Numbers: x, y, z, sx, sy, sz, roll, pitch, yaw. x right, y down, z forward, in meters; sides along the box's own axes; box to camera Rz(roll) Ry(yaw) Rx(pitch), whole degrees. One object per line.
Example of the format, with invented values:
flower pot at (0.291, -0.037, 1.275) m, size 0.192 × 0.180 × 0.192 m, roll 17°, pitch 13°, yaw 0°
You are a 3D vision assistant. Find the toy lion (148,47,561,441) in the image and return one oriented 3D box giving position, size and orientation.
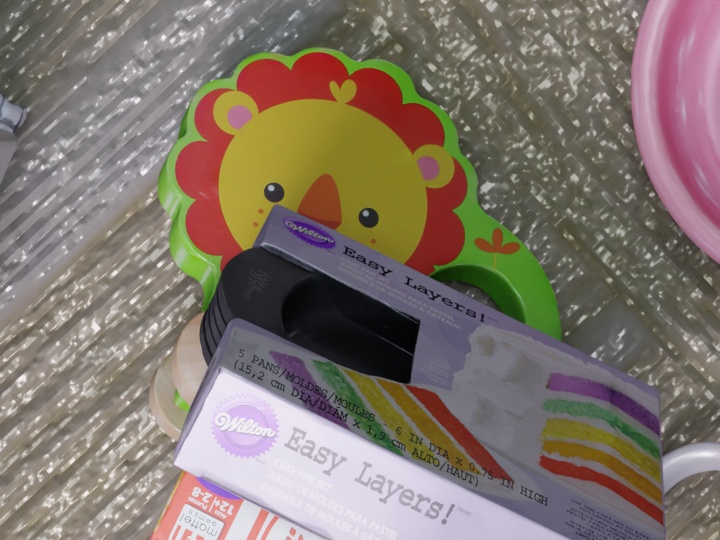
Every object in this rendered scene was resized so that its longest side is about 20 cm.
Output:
toy lion at (0.000, 0.000, 1.215) m, size 0.199 × 0.069 × 0.193 m, roll 21°, pitch 68°, yaw -7°

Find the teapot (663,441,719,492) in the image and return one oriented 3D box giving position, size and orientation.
teapot at (0.243, 0.100, 1.154) m, size 0.199 × 0.198 × 0.147 m, roll 15°, pitch 41°, yaw -25°

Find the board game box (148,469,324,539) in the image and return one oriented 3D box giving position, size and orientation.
board game box at (-0.002, 0.132, 1.136) m, size 0.151 × 0.200 × 0.047 m, roll 26°, pitch 85°, yaw 7°

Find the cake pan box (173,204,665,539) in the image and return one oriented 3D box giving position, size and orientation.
cake pan box at (0.026, 0.061, 1.079) m, size 0.199 × 0.184 × 0.053 m, roll 26°, pitch 109°, yaw -4°

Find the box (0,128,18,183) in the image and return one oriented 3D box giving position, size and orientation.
box at (-0.277, -0.001, 1.132) m, size 0.199 × 0.131 × 0.200 m, roll 22°, pitch 94°, yaw 3°

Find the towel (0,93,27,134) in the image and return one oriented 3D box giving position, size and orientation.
towel at (-0.278, -0.061, 1.237) m, size 0.199 × 0.086 × 0.166 m, roll 34°, pitch 87°, yaw 7°

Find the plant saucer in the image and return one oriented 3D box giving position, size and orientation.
plant saucer at (0.222, -0.083, 1.204) m, size 0.199 × 0.051 × 0.202 m, roll -3°, pitch 82°, yaw 21°
